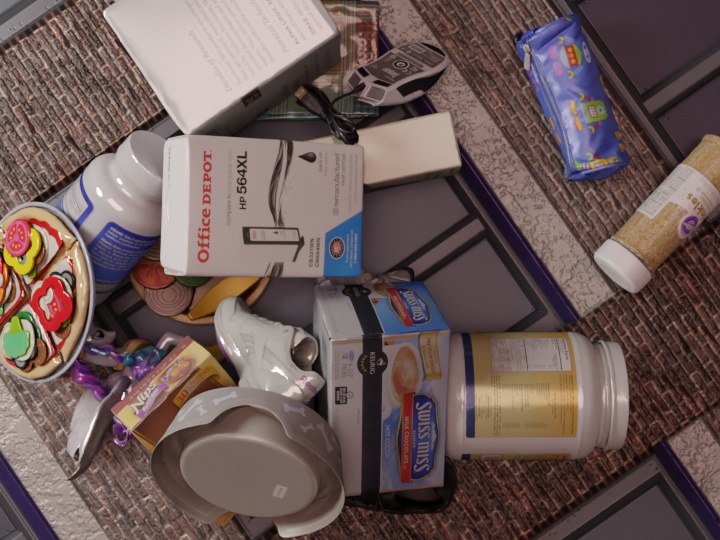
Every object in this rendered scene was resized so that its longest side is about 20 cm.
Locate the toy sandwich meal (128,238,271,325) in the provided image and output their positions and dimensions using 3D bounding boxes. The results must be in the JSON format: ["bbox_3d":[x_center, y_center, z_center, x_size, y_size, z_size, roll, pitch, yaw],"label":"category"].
[{"bbox_3d":[-0.185,-0.033,1.290,0.205,0.070,0.206,0,88,1],"label":"toy sandwich meal"}]

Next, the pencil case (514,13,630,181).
[{"bbox_3d":[0.246,-0.199,1.284,0.087,0.078,0.200,-18,88,-29],"label":"pencil case"}]

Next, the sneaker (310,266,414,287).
[{"bbox_3d":[0.000,0.000,1.293,0.115,0.075,0.200,-23,98,-5],"label":"sneaker"}]

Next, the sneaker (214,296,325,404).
[{"bbox_3d":[-0.097,0.088,1.208,0.100,0.200,0.075,-36,133,3],"label":"sneaker"}]

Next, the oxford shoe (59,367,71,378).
[{"bbox_3d":[-0.395,0.040,1.303,0.074,0.071,0.200,-24,86,22],"label":"oxford shoe"}]

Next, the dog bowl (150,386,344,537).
[{"bbox_3d":[-0.110,0.196,1.127,0.200,0.200,0.059,11,46,1],"label":"dog bowl"}]

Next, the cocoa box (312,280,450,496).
[{"bbox_3d":[0.020,0.128,1.212,0.131,0.133,0.200,-3,113,-9],"label":"cocoa box"}]

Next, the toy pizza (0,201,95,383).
[{"bbox_3d":[-0.366,0.024,1.209,0.200,0.032,0.201,1,91,36],"label":"toy pizza"}]

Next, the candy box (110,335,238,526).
[{"bbox_3d":[-0.172,0.182,1.221,0.117,0.056,0.200,-45,130,-15],"label":"candy box"}]

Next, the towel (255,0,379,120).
[{"bbox_3d":[-0.077,-0.253,1.320,0.200,0.022,0.147,0,89,1],"label":"towel"}]

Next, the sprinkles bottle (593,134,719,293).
[{"bbox_3d":[0.363,-0.067,1.285,0.068,0.068,0.200,43,89,2],"label":"sprinkles bottle"}]

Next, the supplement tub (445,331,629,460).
[{"bbox_3d":[0.192,0.142,1.243,0.200,0.144,0.145,0,88,1],"label":"supplement tub"}]

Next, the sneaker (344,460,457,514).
[{"bbox_3d":[0.014,0.244,1.269,0.200,0.091,0.076,1,97,2],"label":"sneaker"}]

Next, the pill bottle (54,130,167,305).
[{"bbox_3d":[-0.279,-0.060,1.237,0.112,0.112,0.200,47,116,2],"label":"pill bottle"}]

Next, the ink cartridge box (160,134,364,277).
[{"bbox_3d":[-0.104,-0.065,1.170,0.200,0.084,0.146,0,93,-26],"label":"ink cartridge box"}]

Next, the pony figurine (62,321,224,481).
[{"bbox_3d":[-0.264,0.145,1.260,0.200,0.167,0.193,14,89,-20],"label":"pony figurine"}]

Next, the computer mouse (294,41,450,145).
[{"bbox_3d":[0.024,-0.208,1.273,0.200,0.044,0.110,-29,48,-29],"label":"computer mouse"}]

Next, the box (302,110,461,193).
[{"bbox_3d":[0.013,-0.129,1.286,0.200,0.082,0.069,-11,88,2],"label":"box"}]

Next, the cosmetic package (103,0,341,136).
[{"bbox_3d":[-0.147,-0.260,1.228,0.200,0.165,0.165,-35,90,0],"label":"cosmetic package"}]
